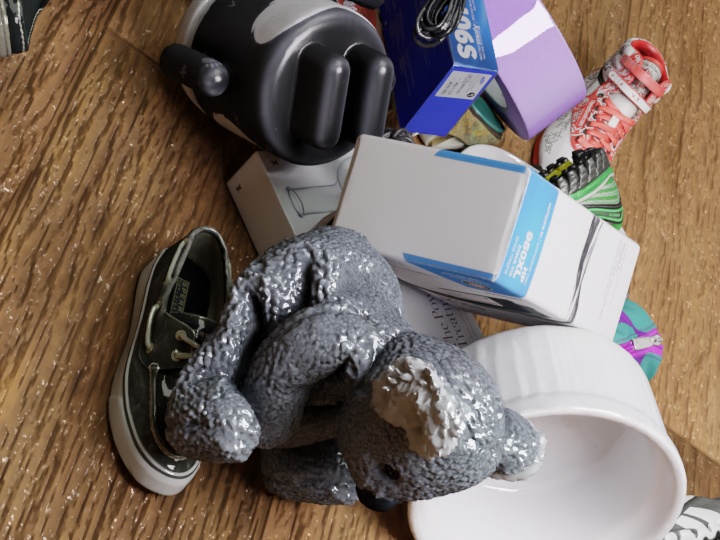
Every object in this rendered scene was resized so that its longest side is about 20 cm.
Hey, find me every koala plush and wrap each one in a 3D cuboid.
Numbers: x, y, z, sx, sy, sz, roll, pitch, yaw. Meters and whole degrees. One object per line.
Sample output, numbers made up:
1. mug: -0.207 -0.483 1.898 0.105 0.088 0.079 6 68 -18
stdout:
1. koala plush: 0.013 0.079 1.183 0.199 0.185 0.177 22 -6 36

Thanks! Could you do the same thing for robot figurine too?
1. robot figurine: -0.058 -0.152 1.398 0.199 0.125 0.150 31 -11 47

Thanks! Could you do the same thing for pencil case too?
1. pencil case: 0.173 0.073 1.475 0.199 0.092 0.086 -19 95 -59

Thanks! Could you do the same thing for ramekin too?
1. ramekin: 0.129 0.133 1.330 0.199 0.201 0.098 26 36 -26

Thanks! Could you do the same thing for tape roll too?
1. tape roll: 0.113 -0.213 1.600 0.201 0.065 0.200 55 -1 2

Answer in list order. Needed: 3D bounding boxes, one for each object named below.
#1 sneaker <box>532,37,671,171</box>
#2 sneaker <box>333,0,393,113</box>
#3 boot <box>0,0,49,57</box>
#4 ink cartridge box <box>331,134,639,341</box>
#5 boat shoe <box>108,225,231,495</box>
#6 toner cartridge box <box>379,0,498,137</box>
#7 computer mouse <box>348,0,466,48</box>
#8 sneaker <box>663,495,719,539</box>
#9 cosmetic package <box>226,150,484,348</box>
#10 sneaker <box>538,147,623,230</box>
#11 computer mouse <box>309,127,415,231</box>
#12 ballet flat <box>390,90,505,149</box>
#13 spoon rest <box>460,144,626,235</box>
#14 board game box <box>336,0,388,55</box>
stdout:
1. sneaker: 0.228 -0.144 1.717 0.067 0.108 0.202 41 39 -9
2. sneaker: -0.028 -0.220 1.551 0.200 0.090 0.075 46 38 -3
3. boot: -0.201 -0.239 1.368 0.152 0.074 0.205 0 48 -5
4. ink cartridge box: 0.093 -0.019 1.323 0.199 0.143 0.085 26 80 -55
5. boat shoe: -0.124 0.055 1.253 0.070 0.064 0.202 24 46 -27
6. toner cartridge box: 0.055 -0.217 1.459 0.043 0.095 0.202 6 60 -26
7. computer mouse: 0.016 -0.265 1.414 0.199 0.141 0.046 28 -10 33
8. sneaker: 0.231 0.195 1.473 0.199 0.066 0.091 -11 69 -45
9. cosmetic package: 0.000 0.000 1.429 0.150 0.052 0.201 -8 64 -43
10. sneaker: 0.146 -0.021 1.526 0.199 0.078 0.086 -34 104 -21
11. computer mouse: -0.010 -0.015 1.345 0.200 0.043 0.111 -43 126 -45
12. ballet flat: 0.070 -0.136 1.585 0.071 0.070 0.200 60 11 15
13. spoon rest: 0.162 -0.047 1.613 0.199 0.061 0.100 27 45 -26
14. board game box: 0.006 -0.250 1.538 0.201 0.019 0.103 -90 157 -48
